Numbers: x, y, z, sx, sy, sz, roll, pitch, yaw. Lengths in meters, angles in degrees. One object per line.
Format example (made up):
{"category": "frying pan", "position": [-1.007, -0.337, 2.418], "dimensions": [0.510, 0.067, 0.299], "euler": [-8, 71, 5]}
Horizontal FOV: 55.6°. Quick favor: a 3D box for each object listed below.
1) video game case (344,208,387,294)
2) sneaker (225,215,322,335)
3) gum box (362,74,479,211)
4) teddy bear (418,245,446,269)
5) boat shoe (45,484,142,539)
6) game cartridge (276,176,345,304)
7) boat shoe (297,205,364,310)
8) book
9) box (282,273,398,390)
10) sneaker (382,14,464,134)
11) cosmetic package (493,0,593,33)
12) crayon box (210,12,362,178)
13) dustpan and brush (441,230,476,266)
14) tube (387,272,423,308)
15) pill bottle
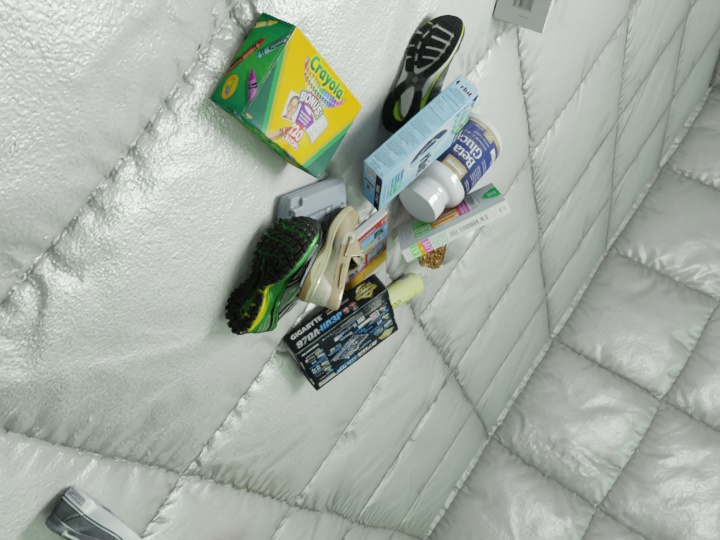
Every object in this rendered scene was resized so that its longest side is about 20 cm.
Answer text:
{"category": "video game case", "position": [0.000, 0.000, 1.254], "dimensions": [0.143, 0.017, 0.201], "euler": [-42, 149, -32]}
{"category": "sneaker", "position": [-0.116, 0.006, 0.984], "dimensions": [0.085, 0.078, 0.200], "euler": [7, 124, -55]}
{"category": "gum box", "position": [0.089, -0.195, 1.079], "dimensions": [0.200, 0.045, 0.170], "euler": [-42, 172, -7]}
{"category": "teddy bear", "position": [0.153, -0.104, 1.373], "dimensions": [0.145, 0.066, 0.201], "euler": [-56, 159, -50]}
{"category": "boat shoe", "position": [-0.360, 0.365, 0.937], "dimensions": [0.068, 0.072, 0.200], "euler": [-49, 149, -24]}
{"category": "game cartridge", "position": [-0.079, -0.043, 1.055], "dimensions": [0.133, 0.040, 0.201], "euler": [-25, 138, -44]}
{"category": "boat shoe", "position": [-0.029, -0.018, 0.994], "dimensions": [0.200, 0.065, 0.072], "euler": [-67, 180, -48]}
{"category": "book", "position": [0.166, -0.085, 1.238], "dimensions": [0.199, 0.048, 0.134], "euler": [-26, -164, 9]}
{"category": "box", "position": [-0.029, 0.114, 1.231], "dimensions": [0.200, 0.046, 0.159], "euler": [-36, 148, -11]}
{"category": "sneaker", "position": [0.104, -0.306, 1.082], "dimensions": [0.201, 0.074, 0.081], "euler": [-59, 161, 16]}
{"category": "cosmetic package", "position": [0.343, -0.499, 1.249], "dimensions": [0.200, 0.107, 0.085], "euler": [-28, 139, -45]}
{"category": "crayon box", "position": [-0.084, -0.209, 0.852], "dimensions": [0.119, 0.058, 0.200], "euler": [-59, 153, 0]}
{"category": "dustpan and brush", "position": [0.216, -0.097, 1.435], "dimensions": [0.140, 0.057, 0.200], "euler": [-64, -168, -19]}
{"category": "tube", "position": [0.051, 0.064, 1.373], "dimensions": [0.200, 0.052, 0.058], "euler": [-29, 127, -44]}
{"category": "pill bottle", "position": [0.161, -0.184, 1.243], "dimensions": [0.200, 0.111, 0.111], "euler": [-50, 152, -20]}
